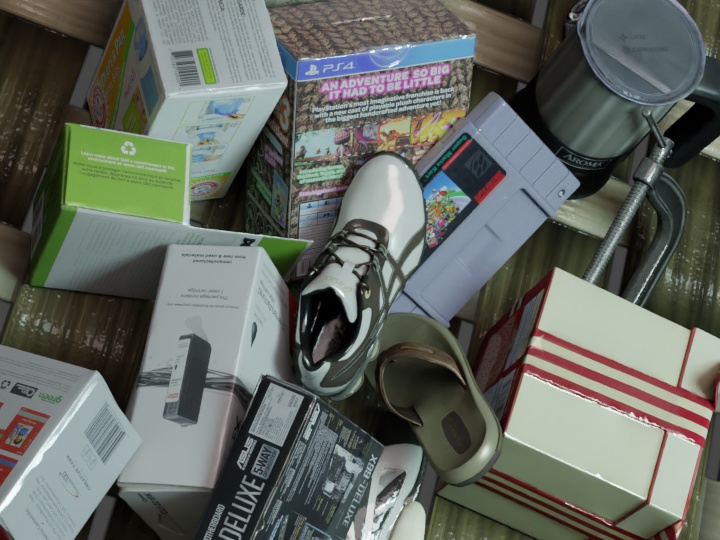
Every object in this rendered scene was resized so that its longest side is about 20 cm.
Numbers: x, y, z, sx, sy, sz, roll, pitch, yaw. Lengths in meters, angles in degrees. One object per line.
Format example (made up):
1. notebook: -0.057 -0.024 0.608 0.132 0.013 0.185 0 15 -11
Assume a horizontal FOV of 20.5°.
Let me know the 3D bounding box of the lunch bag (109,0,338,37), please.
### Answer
1. lunch bag: -0.107 -0.242 1.672 0.198 0.164 0.119 -1 67 -20

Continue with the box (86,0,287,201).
1. box: -0.144 -0.143 1.596 0.100 0.200 0.114 -7 68 -23

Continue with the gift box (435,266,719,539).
1. gift box: 0.190 0.128 1.603 0.185 0.200 0.186 25 67 -9

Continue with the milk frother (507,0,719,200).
1. milk frother: 0.227 -0.193 1.757 0.179 0.188 0.202 -3 69 -22

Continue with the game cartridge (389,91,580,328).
1. game cartridge: 0.076 -0.037 1.631 0.200 0.130 0.038 -46 44 3

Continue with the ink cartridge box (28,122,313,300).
1. ink cartridge box: -0.152 -0.037 1.577 0.198 0.148 0.077 7 64 -18

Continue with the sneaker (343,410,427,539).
1. sneaker: -0.006 0.182 1.575 0.088 0.074 0.202 24 61 -11

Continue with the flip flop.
1. flip flop: 0.046 0.092 1.552 0.057 0.081 0.200 34 15 -36

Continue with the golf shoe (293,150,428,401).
1. golf shoe: 0.000 0.000 1.535 0.077 0.094 0.202 14 83 11

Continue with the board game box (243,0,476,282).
1. board game box: -0.004 -0.111 1.623 0.158 0.202 0.097 -10 33 -24

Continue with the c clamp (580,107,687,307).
1. c clamp: 0.222 -0.021 1.694 0.027 0.171 0.201 24 85 32

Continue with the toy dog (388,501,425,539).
1. toy dog: 0.013 0.256 1.430 0.138 0.200 0.196 0 92 5

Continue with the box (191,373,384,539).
1. box: -0.063 0.193 1.462 0.049 0.158 0.202 19 80 24

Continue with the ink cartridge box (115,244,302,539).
1. ink cartridge box: -0.108 0.102 1.524 0.083 0.145 0.202 2 63 18

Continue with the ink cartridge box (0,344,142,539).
1. ink cartridge box: -0.290 0.142 1.425 0.199 0.084 0.176 13 54 34
